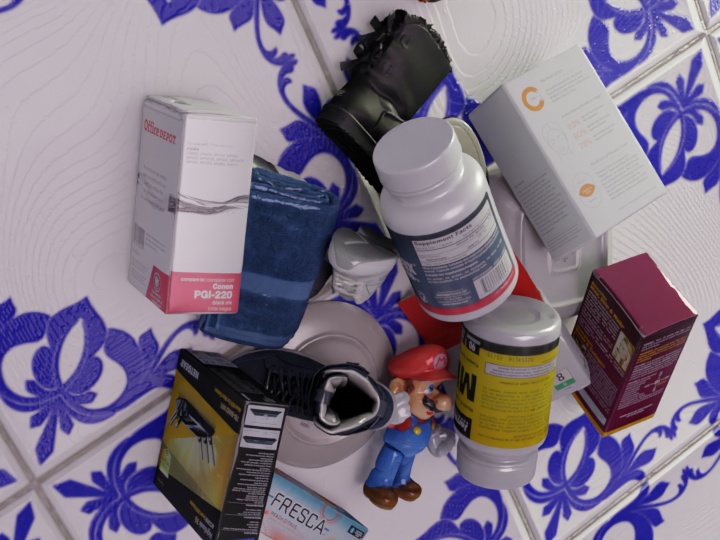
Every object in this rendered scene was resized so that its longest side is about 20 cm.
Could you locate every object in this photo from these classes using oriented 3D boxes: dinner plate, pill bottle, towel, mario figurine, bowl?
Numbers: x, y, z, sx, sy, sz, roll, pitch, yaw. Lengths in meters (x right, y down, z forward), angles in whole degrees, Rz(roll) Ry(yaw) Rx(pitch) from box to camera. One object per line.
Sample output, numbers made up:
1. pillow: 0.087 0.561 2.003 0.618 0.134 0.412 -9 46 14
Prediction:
1. dinner plate: -0.042 0.136 1.603 0.197 0.024 0.203 -7 106 -25
2. pill bottle: 0.164 0.140 1.579 0.113 0.114 0.203 -7 114 -25
3. pill bottle: 0.086 -0.056 1.457 0.119 0.119 0.201 -36 128 -15
4. towel: -0.098 -0.005 1.471 0.110 0.049 0.202 13 121 -12
5. mario figurine: 0.069 0.184 1.612 0.104 0.124 0.203 13 106 -2
6. bowl: 0.230 -0.028 1.676 0.197 0.074 0.203 -10 107 -26

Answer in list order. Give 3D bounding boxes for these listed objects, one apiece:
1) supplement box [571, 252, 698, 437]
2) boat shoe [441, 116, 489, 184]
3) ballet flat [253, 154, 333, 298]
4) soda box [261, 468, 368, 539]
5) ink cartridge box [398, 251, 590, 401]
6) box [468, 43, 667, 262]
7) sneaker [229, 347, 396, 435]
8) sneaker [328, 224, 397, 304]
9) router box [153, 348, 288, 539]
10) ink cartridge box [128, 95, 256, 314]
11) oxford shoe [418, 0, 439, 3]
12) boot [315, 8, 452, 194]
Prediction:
1. supplement box: 0.322 0.092 1.681 0.085 0.111 0.202 -17 143 -23
2. boat shoe: 0.109 -0.097 1.546 0.073 0.067 0.201 -15 128 6
3. ballet flat: -0.078 -0.061 1.511 0.073 0.073 0.202 -33 121 -16
4. soda box: -0.089 0.273 1.588 0.199 0.063 0.069 37 84 -30
5. ink cartridge box: 0.160 0.088 1.636 0.159 0.050 0.201 -27 122 18
6. box: 0.237 -0.135 1.586 0.123 0.097 0.202 -29 87 -26
7. sneaker: -0.064 0.127 1.483 0.199 0.146 0.078 10 88 7
8. sneaker: 0.000 0.000 1.509 0.070 0.200 0.081 29 97 9
9. router box: -0.152 0.186 1.456 0.052 0.199 0.160 9 98 -28
10. ink cartridge box: -0.175 -0.070 1.413 0.084 0.145 0.203 0 103 -25
11. oxford shoe: 0.065 -0.328 1.521 0.197 0.071 0.074 -10 112 -25
12. boot: 0.050 -0.179 1.551 0.198 0.073 0.163 45 72 -34
